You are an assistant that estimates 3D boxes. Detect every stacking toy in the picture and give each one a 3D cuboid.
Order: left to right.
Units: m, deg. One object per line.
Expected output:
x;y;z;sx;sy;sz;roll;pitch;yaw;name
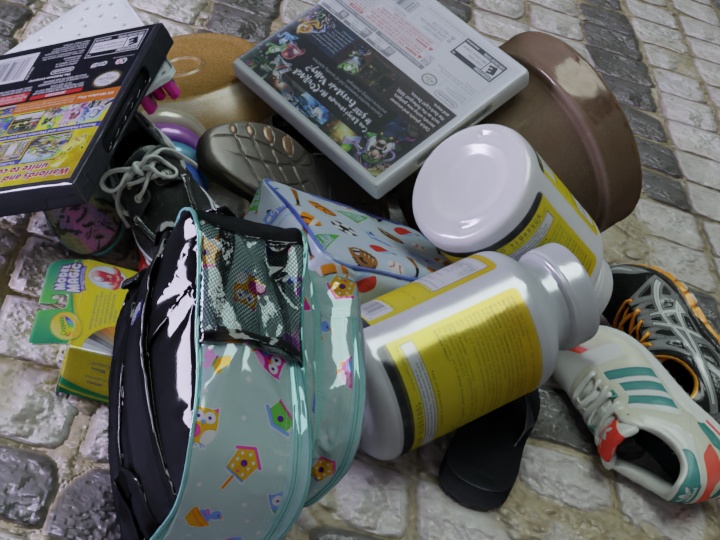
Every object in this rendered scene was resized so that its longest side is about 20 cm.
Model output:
-0.161;-0.045;1.248;0.084;0.086;0.201;10;38;-17;stacking toy

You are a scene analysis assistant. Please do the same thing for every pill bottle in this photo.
0.076;0.053;1.129;0.198;0.113;0.112;-23;47;-21;pill bottle
0.135;-0.026;1.255;0.200;0.111;0.112;41;9;-47;pill bottle

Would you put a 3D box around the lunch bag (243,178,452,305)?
0.000;0.000;1.230;0.199;0.076;0.160;19;18;-38;lunch bag

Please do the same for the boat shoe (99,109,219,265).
-0.158;-0.066;1.161;0.068;0.073;0.200;51;9;-43;boat shoe

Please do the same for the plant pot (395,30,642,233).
0.131;-0.091;1.384;0.174;0.201;0.200;-33;54;-21;plant pot

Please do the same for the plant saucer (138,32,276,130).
-0.163;-0.175;1.405;0.198;0.036;0.201;-6;33;4;plant saucer

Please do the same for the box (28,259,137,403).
-0.142;0.057;1.113;0.198;0.049;0.118;17;30;-12;box

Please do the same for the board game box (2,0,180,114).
-0.254;-0.137;1.232;0.199;0.026;0.200;-34;37;-3;board game box

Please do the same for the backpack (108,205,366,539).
-0.084;0.087;0.962;0.152;0.176;0.202;18;56;-20;backpack

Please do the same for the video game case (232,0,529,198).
0.016;-0.174;1.333;0.181;0.023;0.200;-37;60;-19;video game case

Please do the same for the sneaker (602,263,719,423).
0.264;0.064;1.329;0.077;0.079;0.200;-13;42;-31;sneaker

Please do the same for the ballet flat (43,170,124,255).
-0.244;-0.087;1.250;0.071;0.069;0.201;55;6;-37;ballet flat

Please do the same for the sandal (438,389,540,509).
0.107;0.110;1.184;0.075;0.043;0.201;19;30;-3;sandal

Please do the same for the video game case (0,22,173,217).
-0.258;-0.110;1.162;0.198;0.026;0.182;-6;44;28;video game case

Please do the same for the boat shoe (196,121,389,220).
-0.065;-0.066;1.312;0.199;0.073;0.075;22;52;-35;boat shoe

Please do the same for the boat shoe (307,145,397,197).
0.033;-0.106;1.473;0.199;0.063;0.075;22;24;-30;boat shoe

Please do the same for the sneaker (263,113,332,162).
-0.091;-0.134;1.426;0.199;0.071;0.073;36;33;24;sneaker

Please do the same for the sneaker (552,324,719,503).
0.211;0.113;1.216;0.093;0.071;0.200;-6;42;-47;sneaker
